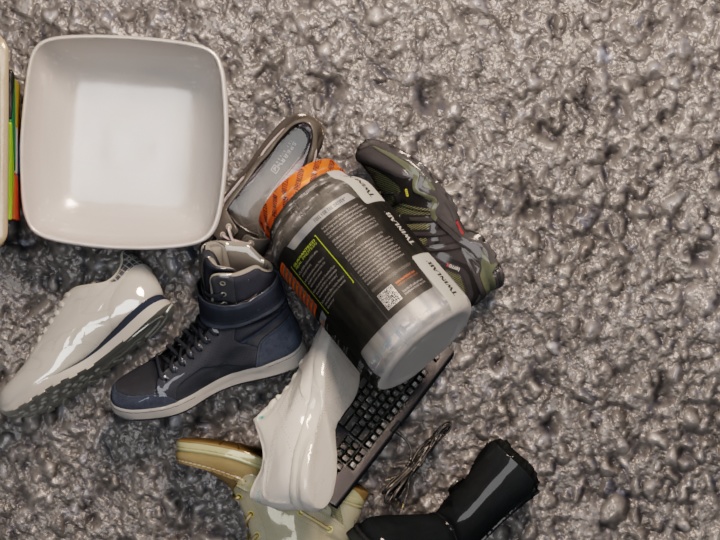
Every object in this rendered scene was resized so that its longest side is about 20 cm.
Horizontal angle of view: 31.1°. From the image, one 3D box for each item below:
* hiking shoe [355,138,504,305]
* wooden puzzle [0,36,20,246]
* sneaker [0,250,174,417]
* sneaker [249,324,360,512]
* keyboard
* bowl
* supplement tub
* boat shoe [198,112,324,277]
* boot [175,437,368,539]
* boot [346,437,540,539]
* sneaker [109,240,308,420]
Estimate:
[{"bbox_3d":[0.051,-0.036,1.272,0.101,0.076,0.200,-41,94,-3],"label":"hiking shoe"},{"bbox_3d":[-0.333,-0.114,1.199,0.037,0.200,0.188,0,92,-16],"label":"wooden puzzle"},{"bbox_3d":[-0.280,0.068,1.274,0.199,0.076,0.081,-37,81,-4],"label":"sneaker"},{"bbox_3d":[-0.059,0.130,1.234,0.087,0.075,0.202,-5,54,30],"label":"sneaker"},{"bbox_3d":[0.028,0.149,1.275,0.127,0.021,0.201,40,71,-3],"label":"keyboard"},{"bbox_3d":[-0.225,-0.122,1.260,0.197,0.075,0.203,3,91,-2],"label":"bowl"},{"bbox_3d":[0.000,0.000,1.206,0.122,0.123,0.201,-40,73,0],"label":"supplement tub"},{"bbox_3d":[-0.102,-0.068,1.275,0.066,0.057,0.201,32,91,-3],"label":"boat shoe"},{"bbox_3d":[-0.106,0.257,1.277,0.198,0.072,0.157,19,87,-7],"label":"boot"},{"bbox_3d":[0.085,0.227,1.235,0.168,0.200,0.076,-47,60,1],"label":"boot"},{"bbox_3d":[-0.161,0.053,1.240,0.200,0.077,0.148,-21,127,-9],"label":"sneaker"}]
